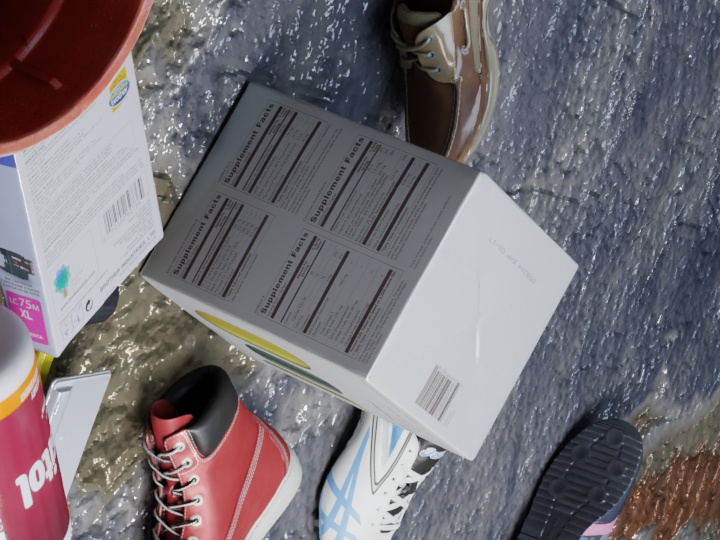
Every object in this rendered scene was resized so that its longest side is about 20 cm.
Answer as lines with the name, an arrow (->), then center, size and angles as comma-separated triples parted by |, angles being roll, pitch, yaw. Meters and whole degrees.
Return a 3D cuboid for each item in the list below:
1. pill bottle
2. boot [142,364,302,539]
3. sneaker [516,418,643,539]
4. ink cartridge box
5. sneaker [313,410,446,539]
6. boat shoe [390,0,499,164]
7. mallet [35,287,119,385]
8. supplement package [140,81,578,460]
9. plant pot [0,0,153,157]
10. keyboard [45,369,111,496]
pill bottle -> -0.231, 0.124, 1.483 | 0.113, 0.113, 0.200 | -36, 135, -35
boot -> -0.126, 0.167, 1.679 | 0.200, 0.072, 0.144 | -62, 144, -21
sneaker -> 0.172, 0.216, 2.097 | 0.200, 0.070, 0.082 | -57, 160, -9
ink cartridge box -> -0.170, -0.063, 1.450 | 0.119, 0.042, 0.200 | -52, 150, -40
sneaker -> 0.022, 0.144, 1.851 | 0.072, 0.072, 0.200 | 5, 106, -54
boat shoe -> 0.050, -0.165, 1.728 | 0.072, 0.076, 0.200 | -6, 104, -46
mallet -> -0.212, 0.084, 1.554 | 0.066, 0.041, 0.200 | 17, 98, -55
supplement package -> 0.000, 0.000, 1.635 | 0.151, 0.200, 0.152 | -61, 143, -8
plant pot -> -0.234, -0.178, 1.248 | 0.201, 0.195, 0.201 | -28, 129, -41
keyboard -> -0.205, 0.153, 1.590 | 0.056, 0.011, 0.200 | -14, 129, -61
